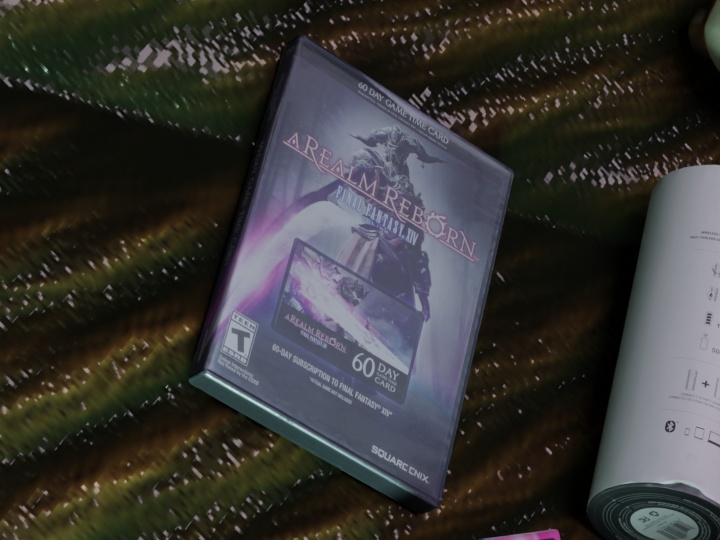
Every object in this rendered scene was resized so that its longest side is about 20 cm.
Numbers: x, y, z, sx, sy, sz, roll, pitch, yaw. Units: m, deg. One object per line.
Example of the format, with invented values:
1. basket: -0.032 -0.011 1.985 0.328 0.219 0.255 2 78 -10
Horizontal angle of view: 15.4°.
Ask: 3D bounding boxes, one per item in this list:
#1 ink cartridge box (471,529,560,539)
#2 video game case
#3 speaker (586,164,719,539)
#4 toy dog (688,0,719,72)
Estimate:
1. ink cartridge box: 0.073 0.224 1.254 0.095 0.037 0.200 -3 75 -40
2. video game case: 0.000 0.000 1.301 0.143 0.019 0.200 31 55 -25
3. speaker: 0.173 0.045 1.379 0.081 0.081 0.200 31 54 -25
4. toy dog: 0.280 -0.110 1.516 0.200 0.140 0.194 36 89 -24
